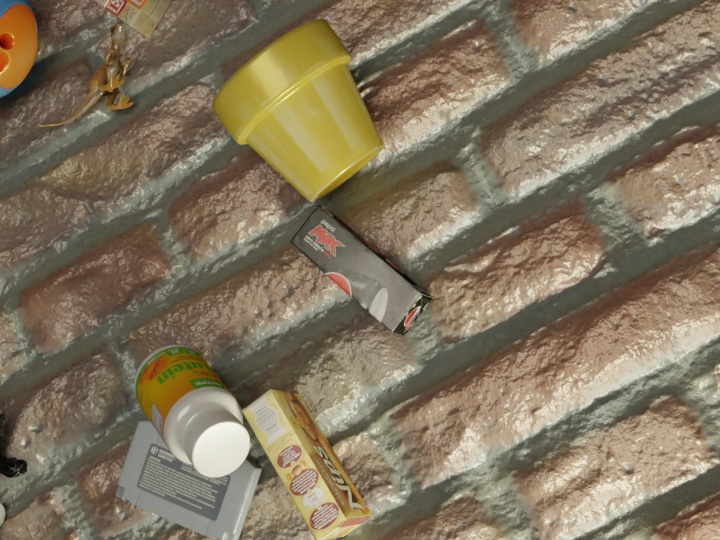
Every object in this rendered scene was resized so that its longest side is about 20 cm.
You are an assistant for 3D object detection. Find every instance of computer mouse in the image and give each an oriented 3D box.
[{"bbox_3d":[-0.563,0.370,1.831,0.108,0.044,0.203,9,85,18],"label":"computer mouse"}]

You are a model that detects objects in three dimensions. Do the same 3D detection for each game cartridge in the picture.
[{"bbox_3d":[-0.240,0.290,1.744,0.198,0.042,0.135,19,84,20],"label":"game cartridge"}]

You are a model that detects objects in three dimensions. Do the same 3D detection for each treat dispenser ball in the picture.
[{"bbox_3d":[-0.588,-0.355,1.865,0.198,0.201,0.204,-3,81,17],"label":"treat dispenser ball"}]

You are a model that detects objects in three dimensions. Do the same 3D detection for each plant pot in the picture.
[{"bbox_3d":[-0.071,-0.208,1.692,0.200,0.201,0.190,-38,89,9],"label":"plant pot"}]

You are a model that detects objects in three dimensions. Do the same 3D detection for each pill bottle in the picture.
[{"bbox_3d":[-0.224,0.191,1.668,0.112,0.111,0.200,-55,37,4],"label":"pill bottle"}]

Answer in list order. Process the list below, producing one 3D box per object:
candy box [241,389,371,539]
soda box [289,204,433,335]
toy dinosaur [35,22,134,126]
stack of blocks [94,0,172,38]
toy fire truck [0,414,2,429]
[{"bbox_3d":[-0.070,0.258,1.650,0.055,0.115,0.201,-35,73,10],"label":"candy box"},{"bbox_3d":[0.000,0.000,1.695,0.200,0.063,0.071,40,95,19],"label":"soda box"},{"bbox_3d":[-0.396,-0.275,1.878,0.106,0.060,0.201,29,86,44],"label":"toy dinosaur"},{"bbox_3d":[-0.320,-0.472,1.871,0.115,0.059,0.201,36,94,20],"label":"stack of blocks"},{"bbox_3d":[-0.648,0.275,1.808,0.174,0.129,0.202,12,78,25],"label":"toy fire truck"}]
